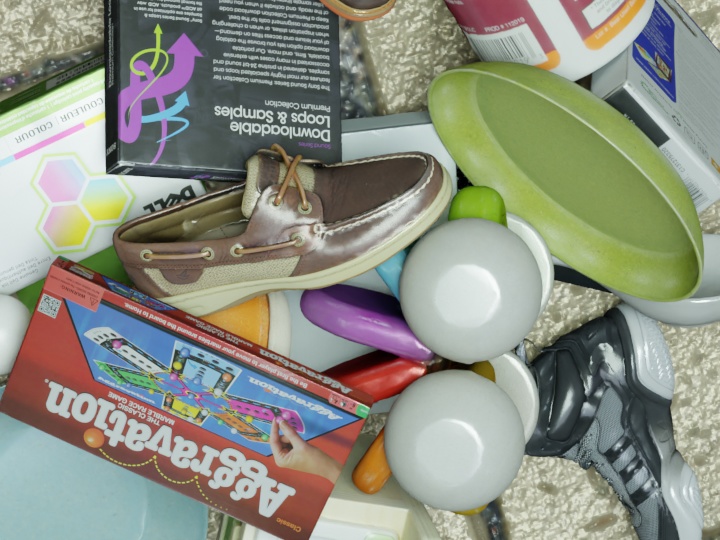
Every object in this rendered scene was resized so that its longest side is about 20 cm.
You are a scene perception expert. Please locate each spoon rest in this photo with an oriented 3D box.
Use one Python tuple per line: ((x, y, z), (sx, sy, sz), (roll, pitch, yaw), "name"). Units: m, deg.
((0.167, 0.006, 1.231), (0.199, 0.099, 0.061), (-8, 115, 13), "spoon rest")

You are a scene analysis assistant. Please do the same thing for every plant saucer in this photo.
((0.127, -0.058, 1.124), (0.200, 0.200, 0.031), (45, 74, -16), "plant saucer")
((-0.201, 0.161, 1.247), (0.200, 0.039, 0.202), (-2, 105, -9), "plant saucer")

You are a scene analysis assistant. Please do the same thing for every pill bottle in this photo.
((0.081, -0.213, 1.107), (0.114, 0.114, 0.200), (-34, 117, 0), "pill bottle")

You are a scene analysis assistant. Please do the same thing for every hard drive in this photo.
((0.000, 0.000, 1.231), (0.131, 0.027, 0.201), (-7, 113, -6), "hard drive")

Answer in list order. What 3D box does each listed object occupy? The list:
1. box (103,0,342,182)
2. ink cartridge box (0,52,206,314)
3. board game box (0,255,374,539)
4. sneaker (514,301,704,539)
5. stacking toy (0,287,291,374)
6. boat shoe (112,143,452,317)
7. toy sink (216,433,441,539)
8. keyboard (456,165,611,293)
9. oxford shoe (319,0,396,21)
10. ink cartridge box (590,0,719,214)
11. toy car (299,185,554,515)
((-0.083, -0.152, 1.139), (0.142, 0.036, 0.201), (3, 78, -23), "box")
((-0.162, -0.022, 1.189), (0.147, 0.076, 0.201), (-26, 105, -2), "ink cartridge box")
((-0.103, 0.078, 1.096), (0.199, 0.019, 0.103), (24, 113, -1), "board game box")
((0.162, 0.126, 1.284), (0.113, 0.075, 0.201), (-13, 100, -5), "sneaker")
((-0.152, 0.053, 1.154), (0.199, 0.146, 0.147), (16, 101, -18), "stacking toy")
((-0.048, -0.033, 1.091), (0.199, 0.072, 0.072), (-17, 129, 12), "boat shoe")
((-0.032, 0.189, 1.199), (0.112, 0.200, 0.131), (10, 103, -12), "toy sink")
((0.103, -0.050, 1.246), (0.199, 0.040, 0.104), (13, 102, -13), "keyboard")
((-0.027, -0.245, 1.118), (0.071, 0.073, 0.201), (-22, 85, -17), "oxford shoe")
((0.186, -0.119, 1.174), (0.037, 0.200, 0.095), (-36, 109, 28), "ink cartridge box")
((0.035, 0.045, 1.149), (0.149, 0.175, 0.201), (7, 97, 9), "toy car")
